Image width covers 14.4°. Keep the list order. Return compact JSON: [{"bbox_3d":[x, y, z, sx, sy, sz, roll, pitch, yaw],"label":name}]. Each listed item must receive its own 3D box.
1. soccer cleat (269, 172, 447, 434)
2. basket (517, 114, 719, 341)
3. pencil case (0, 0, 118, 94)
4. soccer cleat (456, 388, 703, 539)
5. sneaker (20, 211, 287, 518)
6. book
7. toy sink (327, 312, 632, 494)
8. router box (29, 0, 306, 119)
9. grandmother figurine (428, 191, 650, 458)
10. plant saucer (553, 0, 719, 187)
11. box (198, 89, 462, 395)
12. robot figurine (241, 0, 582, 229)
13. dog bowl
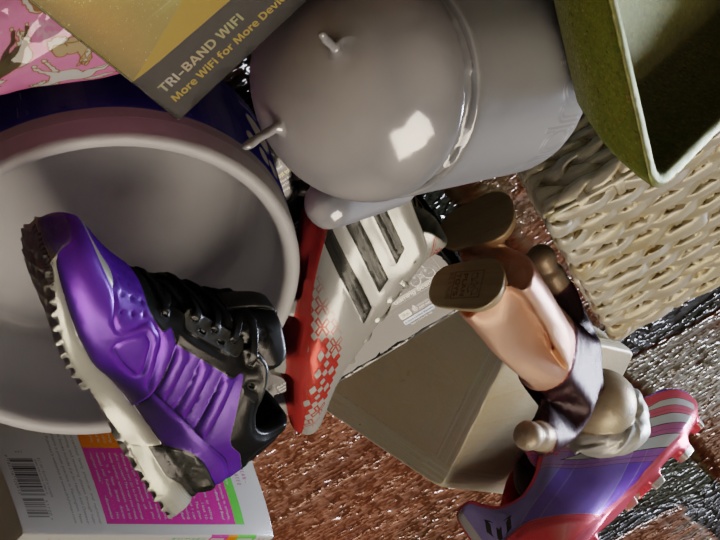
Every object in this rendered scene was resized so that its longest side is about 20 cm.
[{"bbox_3d":[0.000,0.000,1.483,0.085,0.069,0.200,4,116,-10],"label":"soccer cleat"},{"bbox_3d":[0.167,-0.096,1.528,0.200,0.161,0.198,-29,153,4],"label":"basket"},{"bbox_3d":[-0.133,-0.125,1.296,0.200,0.083,0.087,-12,118,-24],"label":"pencil case"},{"bbox_3d":[0.130,0.113,1.639,0.200,0.076,0.067,-43,176,-43],"label":"soccer cleat"},{"bbox_3d":[-0.092,0.029,1.386,0.099,0.070,0.200,-27,136,-1],"label":"sneaker"},{"bbox_3d":[-0.148,0.103,1.650,0.200,0.134,0.048,8,140,-48],"label":"book"},{"bbox_3d":[0.037,0.038,1.691,0.130,0.200,0.112,13,106,-53],"label":"toy sink"},{"bbox_3d":[-0.061,-0.180,1.197,0.200,0.052,0.157,-43,135,9],"label":"router box"},{"bbox_3d":[0.104,0.046,1.547,0.061,0.121,0.200,2,152,33],"label":"grandmother figurine"},{"bbox_3d":[0.136,-0.165,1.317,0.048,0.200,0.200,-1,-156,33],"label":"plant saucer"},{"bbox_3d":[-0.063,0.000,1.539,0.200,0.044,0.160,-32,117,13],"label":"box"},{"bbox_3d":[0.028,-0.093,1.306,0.200,0.113,0.170,-14,135,-49],"label":"robot figurine"},{"bbox_3d":[-0.135,-0.015,1.429,0.200,0.079,0.200,-8,133,-8],"label":"dog bowl"}]
